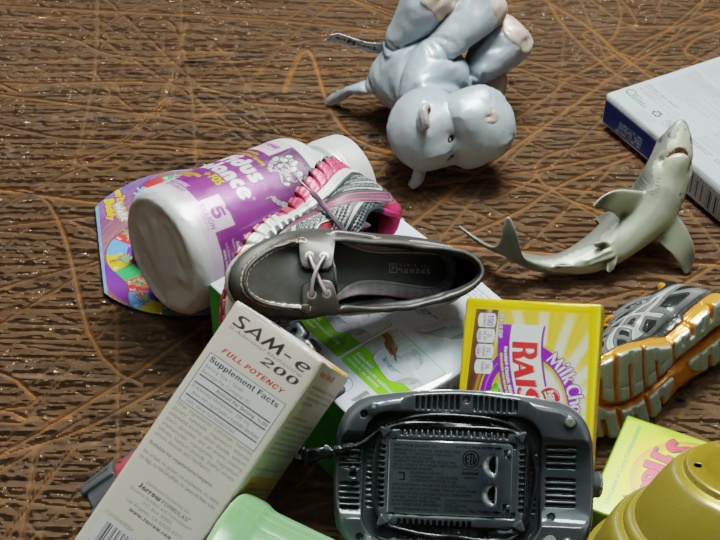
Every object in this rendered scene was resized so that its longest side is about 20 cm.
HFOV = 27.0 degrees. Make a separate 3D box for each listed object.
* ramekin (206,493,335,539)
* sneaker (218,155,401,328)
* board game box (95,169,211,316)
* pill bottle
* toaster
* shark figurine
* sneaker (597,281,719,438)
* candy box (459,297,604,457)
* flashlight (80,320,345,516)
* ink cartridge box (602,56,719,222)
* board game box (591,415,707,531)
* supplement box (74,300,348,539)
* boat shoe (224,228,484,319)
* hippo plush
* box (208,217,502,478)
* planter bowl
[{"bbox_3d":[-0.061,0.248,0.922,0.098,0.200,0.200,19,45,8],"label":"ramekin"},{"bbox_3d":[-0.041,-0.011,1.149,0.075,0.081,0.200,29,54,14],"label":"sneaker"},{"bbox_3d":[-0.157,-0.042,1.345,0.158,0.039,0.200,-7,43,-9],"label":"board game box"},{"bbox_3d":[-0.086,-0.047,1.273,0.200,0.112,0.112,-25,48,-33],"label":"pill bottle"},{"bbox_3d":[0.057,0.140,1.008,0.200,0.129,0.114,1,82,0],"label":"toaster"},{"bbox_3d":[0.208,-0.037,1.343,0.214,0.128,0.090,-27,21,-4],"label":"shark figurine"},{"bbox_3d":[0.220,0.069,1.218,0.200,0.078,0.077,-26,35,-31],"label":"sneaker"},{"bbox_3d":[0.120,0.121,1.091,0.102,0.026,0.200,3,80,13],"label":"candy box"},{"bbox_3d":[-0.104,0.125,1.087,0.200,0.068,0.068,-34,44,2],"label":"flashlight"},{"bbox_3d":[0.373,-0.135,1.460,0.200,0.041,0.200,-21,47,-23],"label":"ink cartridge box"},{"bbox_3d":[0.273,0.186,1.101,0.200,0.048,0.102,18,45,17],"label":"board game box"},{"bbox_3d":[-0.098,0.127,0.993,0.073,0.126,0.200,34,86,10],"label":"supplement box"},{"bbox_3d":[0.000,0.000,1.103,0.200,0.067,0.057,-1,-5,-30],"label":"boat shoe"},{"bbox_3d":[0.071,-0.178,1.412,0.200,0.160,0.161,-1,42,-3],"label":"hippo plush"},{"bbox_3d":[0.008,0.057,1.200,0.176,0.097,0.200,-29,50,-29],"label":"box"},{"bbox_3d":[0.250,0.166,0.976,0.200,0.084,0.200,4,21,-2],"label":"planter bowl"}]
